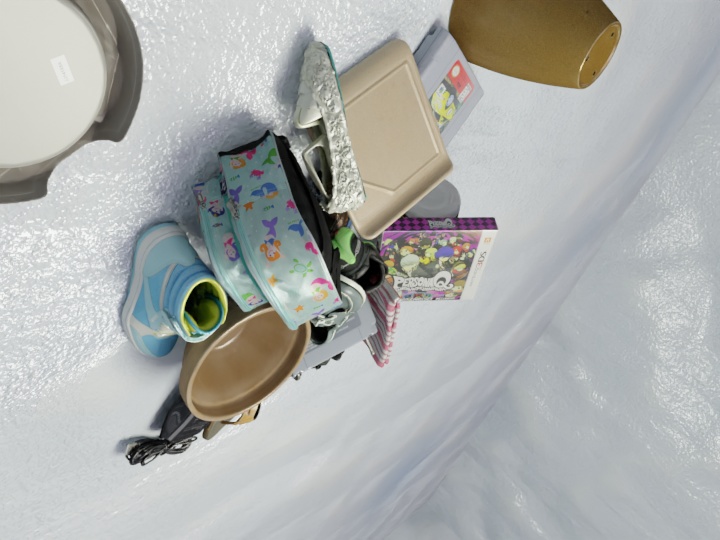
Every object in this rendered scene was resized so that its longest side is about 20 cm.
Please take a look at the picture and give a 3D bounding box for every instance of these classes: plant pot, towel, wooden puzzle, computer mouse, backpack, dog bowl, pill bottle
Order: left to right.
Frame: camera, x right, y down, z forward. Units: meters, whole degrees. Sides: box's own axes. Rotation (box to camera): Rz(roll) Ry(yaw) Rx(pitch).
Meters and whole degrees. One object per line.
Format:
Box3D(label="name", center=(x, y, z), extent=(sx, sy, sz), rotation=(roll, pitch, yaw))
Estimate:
Box3D(label="dog bowl", center=(-0.268, -0.152, 0.441), extent=(0.199, 0.058, 0.202), rotation=(-37, 151, -24))
Box3D(label="computer mouse", center=(-0.270, 0.220, 0.920), extent=(0.200, 0.053, 0.138), rotation=(-44, 159, 11))
Box3D(label="plant pot", center=(-0.172, 0.102, 0.815), extent=(0.199, 0.093, 0.203), rotation=(-32, 147, -24))
Box3D(label="backpack", center=(-0.101, -0.034, 0.686), extent=(0.148, 0.202, 0.179), rotation=(-29, 151, -5))
Box3D(label="towel", center=(0.012, 0.064, 1.040), extent=(0.029, 0.147, 0.203), rotation=(-24, 145, -25))
Box3D(label="wooden puzzle", center=(0.026, -0.175, 0.793), extent=(0.184, 0.037, 0.202), rotation=(-40, 119, -18))
Box3D(label="pill bottle", center=(0.115, -0.063, 1.070), extent=(0.110, 0.111, 0.202), rotation=(-34, 149, -26))
Box3D(label="plant pot", center=(0.257, -0.346, 0.832), extent=(0.185, 0.200, 0.188), rotation=(-35, 151, -23))

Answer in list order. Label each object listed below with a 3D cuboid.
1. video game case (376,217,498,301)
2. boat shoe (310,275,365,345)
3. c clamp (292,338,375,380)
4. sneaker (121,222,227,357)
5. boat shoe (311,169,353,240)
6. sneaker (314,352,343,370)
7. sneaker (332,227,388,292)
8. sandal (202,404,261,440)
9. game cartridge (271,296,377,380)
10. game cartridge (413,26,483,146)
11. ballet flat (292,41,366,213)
Box3D(label="video game case", center=(0.120, -0.016, 1.010), extent=(0.194, 0.036, 0.184), rotation=(-1, 138, -8))
Box3D(label="boat shoe", center=(-0.043, 0.061, 0.842), extent=(0.063, 0.072, 0.200), rotation=(-64, -177, -23))
Box3D(label="c clamp", center=(-0.072, 0.110, 0.981), extent=(0.198, 0.174, 0.027), rotation=(-29, -168, -34))
Box3D(label="sneaker", center=(-0.220, 0.060, 0.701), extent=(0.079, 0.130, 0.203), rotation=(-23, 144, -41))
Box3D(label="boat shoe", center=(-0.038, -0.112, 0.836), extent=(0.203, 0.071, 0.072), rotation=(-60, 148, 0))
Box3D(label="sneaker", center=(-0.098, 0.131, 1.015), extent=(0.198, 0.091, 0.077), rotation=(-9, 139, -50))
Box3D(label="sneaker", center=(0.000, 0.000, 0.851), extent=(0.077, 0.084, 0.200), rotation=(-44, 165, 7))
Box3D(label="sandal", center=(-0.192, 0.235, 1.038), extent=(0.198, 0.054, 0.083), rotation=(-30, 152, -40))
Box3D(label="game cartridge", center=(-0.069, 0.077, 0.957), extent=(0.197, 0.136, 0.040), rotation=(-23, -174, -35))
Box3D(label="game cartridge", center=(0.120, -0.266, 0.907), extent=(0.134, 0.041, 0.199), rotation=(-50, 153, 10))
Box3D(label="ballet flat", center=(-0.043, -0.160, 0.691), extent=(0.071, 0.071, 0.204), rotation=(-29, 115, -32))
